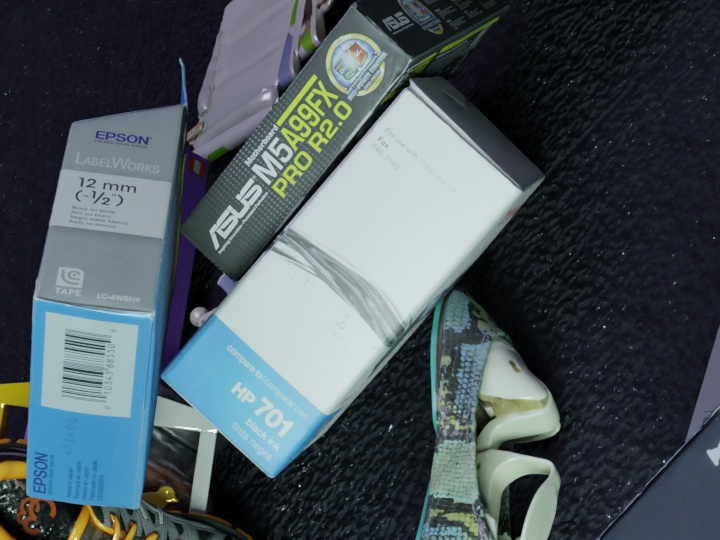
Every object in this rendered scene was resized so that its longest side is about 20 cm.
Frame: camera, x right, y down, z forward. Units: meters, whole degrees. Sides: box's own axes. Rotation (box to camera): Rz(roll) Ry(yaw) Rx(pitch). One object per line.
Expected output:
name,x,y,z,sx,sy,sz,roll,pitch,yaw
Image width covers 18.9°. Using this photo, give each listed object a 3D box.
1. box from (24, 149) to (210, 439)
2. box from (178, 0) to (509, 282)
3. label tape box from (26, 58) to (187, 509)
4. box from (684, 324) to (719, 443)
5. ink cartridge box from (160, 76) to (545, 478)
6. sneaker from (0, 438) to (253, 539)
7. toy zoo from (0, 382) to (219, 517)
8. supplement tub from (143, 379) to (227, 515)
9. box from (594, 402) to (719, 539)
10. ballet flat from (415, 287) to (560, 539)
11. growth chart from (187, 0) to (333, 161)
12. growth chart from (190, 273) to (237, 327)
box,-0.164,0.026,1.459,0.137,0.039,0.201,-38,34,40
box,-0.005,-0.087,1.193,0.160,0.044,0.200,-51,-5,24
label tape box,-0.130,0.002,1.139,0.201,0.065,0.144,-89,6,-47
box,0.229,0.034,0.894,0.199,0.041,0.157,-7,57,51
ink cartridge box,0.000,0.000,1.155,0.200,0.086,0.146,-48,-4,11
sneaker,-0.129,0.153,1.154,0.077,0.199,0.079,110,-178,-84
toy zoo,-0.151,0.141,1.204,0.020,0.130,0.202,93,-175,-85
supplement tub,-0.156,0.158,1.267,0.201,0.107,0.107,-57,30,-3
box,0.177,0.174,0.675,0.124,0.196,0.200,-48,30,13
ballet flat,0.067,0.091,1.065,0.074,0.074,0.201,-29,41,37
growth chart,-0.064,-0.167,1.524,0.144,0.018,0.201,-21,44,44
growth chart,-0.038,-0.031,1.370,0.201,0.018,0.144,-58,29,-6
